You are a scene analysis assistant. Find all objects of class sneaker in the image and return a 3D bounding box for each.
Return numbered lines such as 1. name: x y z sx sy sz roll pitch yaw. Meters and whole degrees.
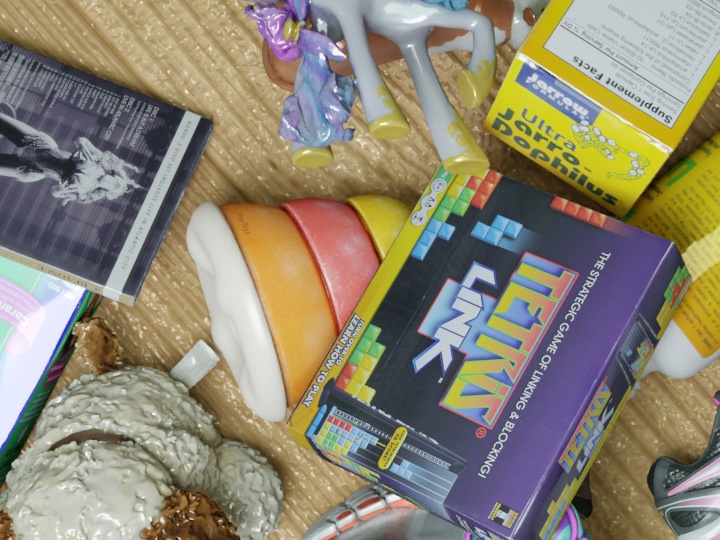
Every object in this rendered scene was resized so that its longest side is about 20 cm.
1. sneaker: 0.059 0.164 1.302 0.199 0.077 0.082 -21 95 6
2. sneaker: 0.266 0.100 1.280 0.200 0.080 0.086 -38 76 -1

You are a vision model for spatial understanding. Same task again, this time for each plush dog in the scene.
1. plush dog: -0.157 0.133 1.254 0.199 0.172 0.161 -8 114 5

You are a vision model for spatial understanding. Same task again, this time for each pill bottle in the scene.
1. pill bottle: 0.207 -0.004 1.264 0.200 0.111 0.111 -39 87 5

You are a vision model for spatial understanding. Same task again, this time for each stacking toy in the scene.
1. stacking toy: 0.000 0.000 1.292 0.199 0.146 0.147 -19 89 -10

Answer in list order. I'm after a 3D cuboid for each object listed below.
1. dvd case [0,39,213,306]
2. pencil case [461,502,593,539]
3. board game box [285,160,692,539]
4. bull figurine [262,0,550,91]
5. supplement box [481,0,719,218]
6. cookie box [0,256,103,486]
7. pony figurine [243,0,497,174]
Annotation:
1. dvd case: -0.212 -0.073 1.307 0.199 0.016 0.149 20 58 1
2. pencil case: 0.139 0.215 1.239 0.092 0.200 0.085 12 62 44
3. board game box: 0.076 0.049 1.195 0.165 0.057 0.201 22 75 31
4. bull figurine: 0.026 -0.183 1.305 0.199 0.065 0.122 -15 85 4
5. supplement box: 0.177 -0.153 1.233 0.109 0.110 0.200 33 69 4
6. cookie box: -0.282 0.046 1.332 0.170 0.075 0.201 29 93 5
7. pony figurine: -0.007 -0.163 1.207 0.192 0.167 0.201 1 69 -18
